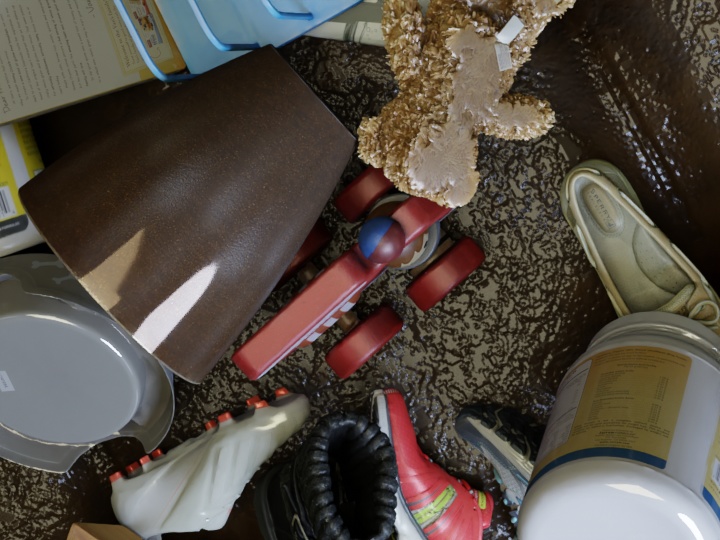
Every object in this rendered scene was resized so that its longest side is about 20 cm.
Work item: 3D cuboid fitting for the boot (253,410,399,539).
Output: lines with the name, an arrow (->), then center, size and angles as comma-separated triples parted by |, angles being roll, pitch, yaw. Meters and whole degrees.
boot -> -0.004, 0.219, 1.456 | 0.079, 0.158, 0.212 | -24, 82, -29

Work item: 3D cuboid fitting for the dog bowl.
dog bowl -> -0.234, 0.069, 1.496 | 0.198, 0.059, 0.201 | 5, 134, 6

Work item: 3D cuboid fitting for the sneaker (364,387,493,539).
sneaker -> 0.058, 0.179, 1.510 | 0.084, 0.077, 0.202 | -21, 99, -8

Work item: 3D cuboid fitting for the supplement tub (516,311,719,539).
supplement tub -> 0.198, 0.137, 1.384 | 0.143, 0.201, 0.146 | 10, 128, 13

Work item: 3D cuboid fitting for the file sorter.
file sorter -> -0.073, -0.232, 1.359 | 0.199, 0.123, 0.140 | -27, 91, 14

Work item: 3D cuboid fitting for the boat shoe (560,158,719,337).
boat shoe -> 0.215, 0.007, 1.454 | 0.073, 0.063, 0.202 | -31, 91, 12

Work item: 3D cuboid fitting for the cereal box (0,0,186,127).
cereal box -> -0.243, -0.191, 1.460 | 0.199, 0.039, 0.145 | -20, 95, -28

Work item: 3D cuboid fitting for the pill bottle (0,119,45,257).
pill bottle -> -0.310, -0.105, 1.502 | 0.113, 0.114, 0.202 | -16, 94, 11

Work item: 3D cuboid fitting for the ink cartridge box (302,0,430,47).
ink cartridge box -> 0.027, -0.237, 1.444 | 0.198, 0.083, 0.148 | 8, 98, 9

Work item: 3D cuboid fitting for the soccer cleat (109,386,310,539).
soccer cleat -> -0.109, 0.156, 1.519 | 0.199, 0.069, 0.078 | -30, 88, 27

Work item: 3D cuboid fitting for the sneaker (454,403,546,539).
sneaker -> 0.139, 0.186, 1.485 | 0.200, 0.078, 0.086 | 42, 108, 4

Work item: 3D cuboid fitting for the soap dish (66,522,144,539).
soap dish -> -0.179, 0.309, 1.518 | 0.157, 0.081, 0.201 | 31, 118, 19

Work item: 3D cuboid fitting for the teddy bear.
teddy bear -> 0.073, -0.146, 1.370 | 0.144, 0.067, 0.202 | 7, 99, -23

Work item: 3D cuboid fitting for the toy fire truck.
toy fire truck -> 0.000, 0.000, 1.436 | 0.200, 0.168, 0.112 | -40, 90, 12

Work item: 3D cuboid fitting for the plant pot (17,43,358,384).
plant pot -> -0.105, -0.058, 1.372 | 0.200, 0.187, 0.187 | -43, 89, 4
